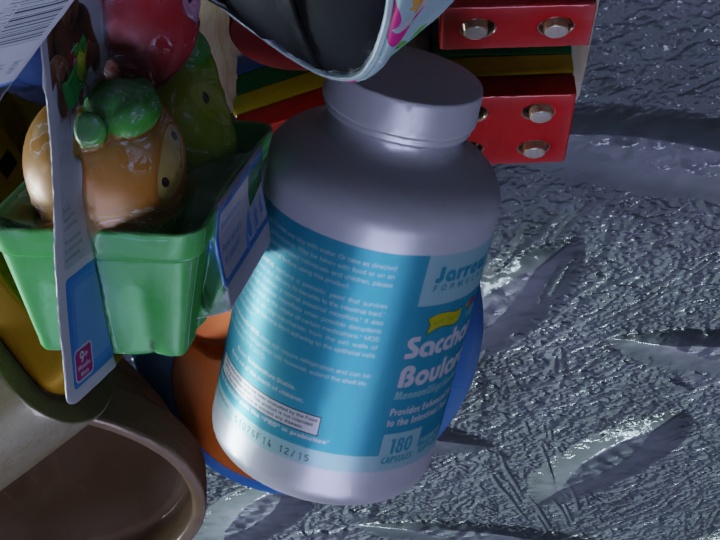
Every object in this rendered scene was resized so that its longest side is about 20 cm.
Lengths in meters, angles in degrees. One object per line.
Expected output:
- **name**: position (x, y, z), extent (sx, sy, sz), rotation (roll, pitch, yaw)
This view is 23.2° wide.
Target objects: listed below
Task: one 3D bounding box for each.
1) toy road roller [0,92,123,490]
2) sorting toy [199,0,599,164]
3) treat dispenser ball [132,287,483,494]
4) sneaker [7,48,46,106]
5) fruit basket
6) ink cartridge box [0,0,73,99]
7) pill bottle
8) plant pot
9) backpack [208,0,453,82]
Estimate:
- **toy road roller**: position (-0.182, -0.011, 0.803), extent (0.123, 0.200, 0.146), rotation (-35, -178, 31)
- **sorting toy**: position (0.019, -0.115, 0.851), extent (0.198, 0.070, 0.200), rotation (-2, 155, 0)
- **treat dispenser ball**: position (-0.031, 0.027, 0.995), extent (0.201, 0.201, 0.201), rotation (-2, 155, -1)
- **sneaker**: position (-0.167, -0.143, 0.741), extent (0.082, 0.074, 0.200), rotation (-44, 134, 2)
- **fruit basket**: position (-0.085, -0.074, 0.699), extent (0.094, 0.185, 0.200), rotation (9, 114, 8)
- **ink cartridge box**: position (-0.152, -0.158, 0.577), extent (0.043, 0.200, 0.198), rotation (-16, 177, -23)
- **pill bottle**: position (0.000, 0.000, 0.809), extent (0.111, 0.111, 0.200), rotation (5, 118, -15)
- **plant pot**: position (-0.182, 0.089, 0.939), extent (0.200, 0.093, 0.201), rotation (-3, 144, -2)
- **backpack**: position (-0.018, -0.164, 0.548), extent (0.151, 0.177, 0.200), rotation (-41, 159, -24)
